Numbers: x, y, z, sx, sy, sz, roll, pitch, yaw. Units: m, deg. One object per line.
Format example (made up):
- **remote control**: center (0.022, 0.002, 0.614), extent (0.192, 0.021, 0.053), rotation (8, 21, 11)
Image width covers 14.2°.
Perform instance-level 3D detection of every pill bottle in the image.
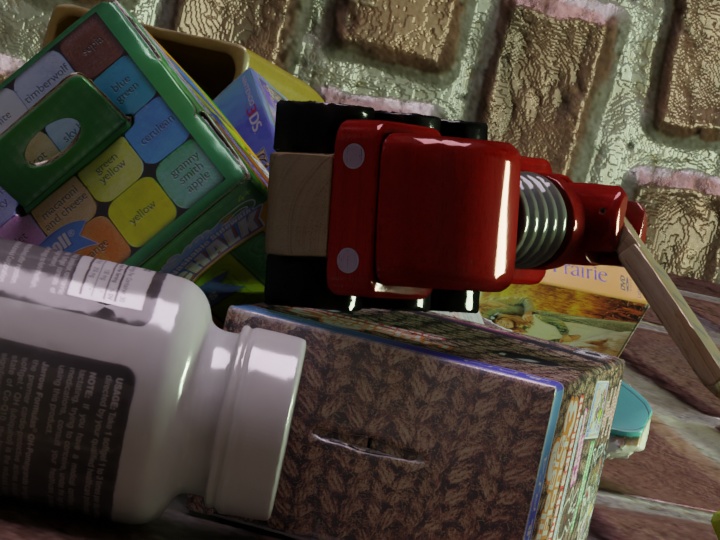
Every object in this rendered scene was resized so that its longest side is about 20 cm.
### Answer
- **pill bottle**: center (-0.128, 0.048, 1.256), extent (0.199, 0.111, 0.111), rotation (12, 5, 0)

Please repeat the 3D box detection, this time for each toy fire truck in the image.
- **toy fire truck**: center (0.074, -0.007, 1.339), extent (0.199, 0.129, 0.176), rotation (4, 0, 31)

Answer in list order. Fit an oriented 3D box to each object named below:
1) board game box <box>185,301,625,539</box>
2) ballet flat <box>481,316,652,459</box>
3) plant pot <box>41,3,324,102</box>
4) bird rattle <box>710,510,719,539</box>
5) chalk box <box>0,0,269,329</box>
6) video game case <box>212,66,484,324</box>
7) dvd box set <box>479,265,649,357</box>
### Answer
- **board game box**: center (0.027, 0.077, 1.391), extent (0.159, 0.097, 0.200), rotation (13, 5, 13)
- **ballet flat**: center (0.089, 0.072, 1.729), extent (0.200, 0.072, 0.072), rotation (28, 12, 27)
- **plant pot**: center (-0.129, -0.074, 2.212), extent (0.195, 0.195, 0.200), rotation (16, 0, 34)
- **bird rattle**: center (0.235, 0.136, 1.281), extent (0.163, 0.113, 0.200), rotation (29, 8, 0)
- **chalk box**: center (-0.115, -0.033, 1.380), extent (0.124, 0.125, 0.200), rotation (52, 3, 22)
- **video game case**: center (0.000, 0.000, 1.621), extent (0.181, 0.045, 0.200), rotation (40, 18, -34)
- **dvd box set**: center (0.065, 0.034, 1.823), extent (0.199, 0.147, 0.029), rotation (12, 50, -13)
